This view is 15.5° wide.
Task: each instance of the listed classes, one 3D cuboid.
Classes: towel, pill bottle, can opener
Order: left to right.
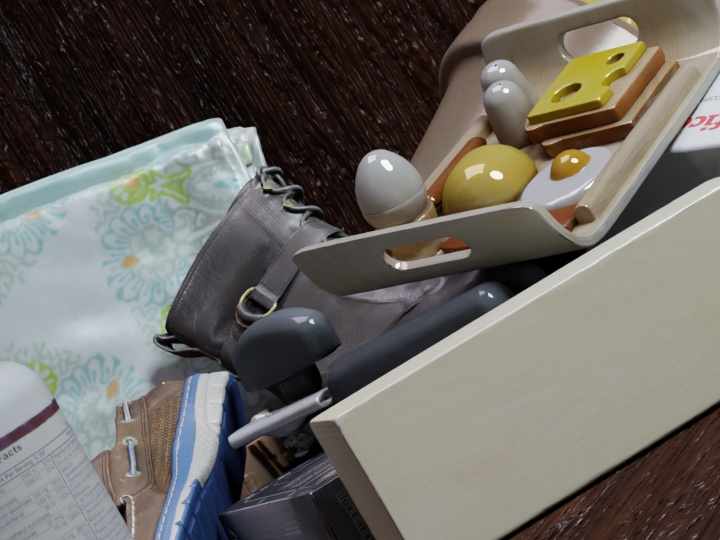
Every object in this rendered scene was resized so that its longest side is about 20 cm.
[{"bbox_3d":[-0.160,0.108,1.112,0.110,0.200,0.110,-29,5,3],"label":"pill bottle"},{"bbox_3d":[-0.124,0.026,1.413,0.200,0.171,0.048,-20,-6,-6],"label":"towel"},{"bbox_3d":[0.005,0.037,1.215,0.200,0.066,0.053,-23,5,44],"label":"can opener"}]

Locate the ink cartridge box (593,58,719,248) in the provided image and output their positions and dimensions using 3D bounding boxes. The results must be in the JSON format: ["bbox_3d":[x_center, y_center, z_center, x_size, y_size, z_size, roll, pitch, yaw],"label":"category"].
[{"bbox_3d":[0.209,-0.082,1.271,0.146,0.084,0.200,-5,34,49],"label":"ink cartridge box"}]

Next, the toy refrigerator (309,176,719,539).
[{"bbox_3d":[0.086,0.042,1.071,0.200,0.076,0.070,-31,2,-12],"label":"toy refrigerator"}]

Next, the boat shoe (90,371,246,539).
[{"bbox_3d":[-0.099,0.119,1.254,0.072,0.072,0.200,-8,24,9],"label":"boat shoe"}]

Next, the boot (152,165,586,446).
[{"bbox_3d":[0.000,0.000,1.335,0.200,0.174,0.069,-50,-32,3],"label":"boot"}]

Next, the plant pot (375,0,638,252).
[{"bbox_3d":[0.090,-0.024,1.429,0.175,0.200,0.200,-48,8,-20],"label":"plant pot"}]

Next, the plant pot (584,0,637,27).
[{"bbox_3d":[0.245,-0.128,1.587,0.189,0.201,0.201,-7,19,46],"label":"plant pot"}]

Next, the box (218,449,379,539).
[{"bbox_3d":[0.047,0.075,1.187,0.200,0.048,0.158,-31,2,-20],"label":"box"}]

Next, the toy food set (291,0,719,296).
[{"bbox_3d":[0.070,-0.066,1.225,0.143,0.060,0.200,-12,28,41],"label":"toy food set"}]

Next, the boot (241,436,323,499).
[{"bbox_3d":[-0.087,0.139,1.374,0.200,0.075,0.107,-23,-6,-25],"label":"boot"}]
